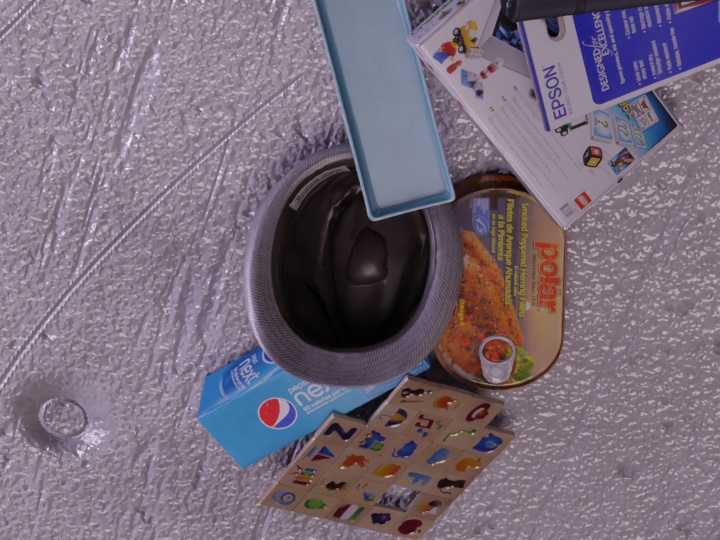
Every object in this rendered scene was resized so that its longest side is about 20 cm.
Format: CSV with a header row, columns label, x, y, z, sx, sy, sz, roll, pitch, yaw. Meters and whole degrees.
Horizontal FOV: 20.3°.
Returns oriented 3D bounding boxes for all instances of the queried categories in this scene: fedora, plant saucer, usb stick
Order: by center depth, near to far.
label,x,y,z,sx,sy,sz,roll,pitch,yaw
usb stick,0.194,-0.214,1.443,0.199,0.033,0.056,-8,119,-14
plant saucer,0.016,-0.143,1.547,0.070,0.019,0.201,-14,96,8
fedora,0.000,0.000,1.609,0.176,0.090,0.201,-4,79,12

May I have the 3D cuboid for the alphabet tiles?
label,x,y,z,sx,sy,sz,roll,pitch,yaw
alphabet tiles,0.031,0.163,1.750,0.167,0.008,0.200,17,132,-27

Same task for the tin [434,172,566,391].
label,x,y,z,sx,sy,sz,roll,pitch,yaw
tin,0.116,0.010,1.675,0.112,0.042,0.201,3,123,6

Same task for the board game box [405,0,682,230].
label,x,y,z,sx,sy,sz,roll,pitch,yaw
board game box,0.143,-0.145,1.550,0.126,0.035,0.200,-41,114,0

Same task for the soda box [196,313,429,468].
label,x,y,z,sx,sy,sz,roll,pitch,yaw
soda box,-0.039,0.087,1.716,0.200,0.064,0.068,-30,117,20

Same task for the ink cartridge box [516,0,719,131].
label,x,y,z,sx,sy,sz,roll,pitch,yaw
ink cartridge box,0.200,-0.227,1.482,0.199,0.047,0.198,-20,122,-4
